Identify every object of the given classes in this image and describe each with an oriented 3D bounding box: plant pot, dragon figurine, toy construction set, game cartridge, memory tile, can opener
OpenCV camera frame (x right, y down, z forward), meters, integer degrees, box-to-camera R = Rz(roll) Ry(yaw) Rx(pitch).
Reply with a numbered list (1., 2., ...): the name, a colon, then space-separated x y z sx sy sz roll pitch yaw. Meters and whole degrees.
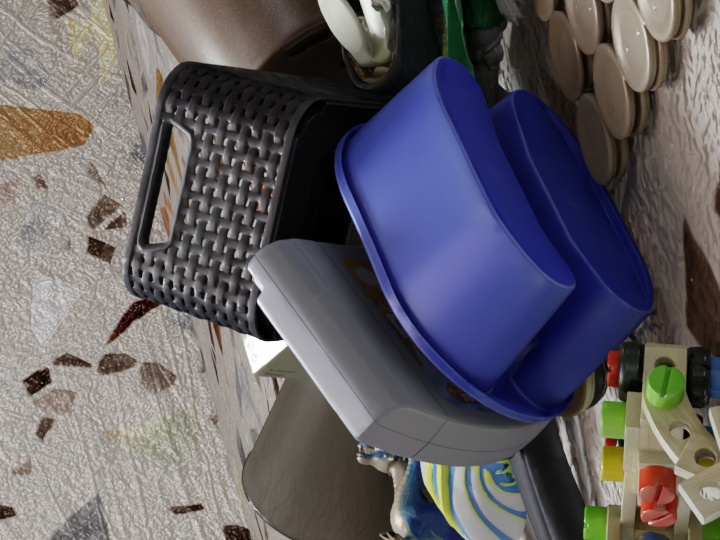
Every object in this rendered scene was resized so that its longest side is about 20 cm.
1. plant pot: -0.054 -0.183 1.338 0.201 0.199 0.199 92 154 -53
2. dragon figurine: 0.075 0.187 1.443 0.199 0.100 0.059 30 149 9
3. toy construction set: 0.150 0.114 0.956 0.201 0.091 0.132 107 174 -55
4. game cartridge: 0.032 0.046 1.078 0.133 0.042 0.199 48 -160 24
5. memory tile: 0.122 -0.148 1.002 0.200 0.017 0.154 101 154 -66
6. can opener: 0.112 0.128 1.259 0.063 0.078 0.201 -134 21 -80

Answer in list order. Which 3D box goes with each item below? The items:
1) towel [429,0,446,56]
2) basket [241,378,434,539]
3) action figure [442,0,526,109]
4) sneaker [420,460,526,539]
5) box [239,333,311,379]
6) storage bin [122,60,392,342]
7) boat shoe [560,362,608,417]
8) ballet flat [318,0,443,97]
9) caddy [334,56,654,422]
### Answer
1. towel: 0.045 -0.222 1.301 0.144 0.023 0.202 -162 60 -77
2. basket: 0.008 0.111 1.556 0.201 0.179 0.137 104 174 -45
3. action figure: 0.067 -0.165 1.123 0.119 0.054 0.201 -83 -14 -51
4. sneaker: 0.085 0.112 1.341 0.105 0.075 0.201 27 139 63
5. box: 0.000 0.000 1.379 0.200 0.082 0.069 -41 57 40
6. storage bin: -0.037 -0.040 1.150 0.200 0.093 0.136 -2 -73 -62
7. boat shoe: 0.096 0.017 1.204 0.200 0.064 0.074 47 138 45
8. ballet flat: -0.004 -0.194 1.139 0.073 0.072 0.202 -150 44 -75
9. caddy: 0.064 -0.014 1.051 0.105 0.141 0.201 -43 51 27
